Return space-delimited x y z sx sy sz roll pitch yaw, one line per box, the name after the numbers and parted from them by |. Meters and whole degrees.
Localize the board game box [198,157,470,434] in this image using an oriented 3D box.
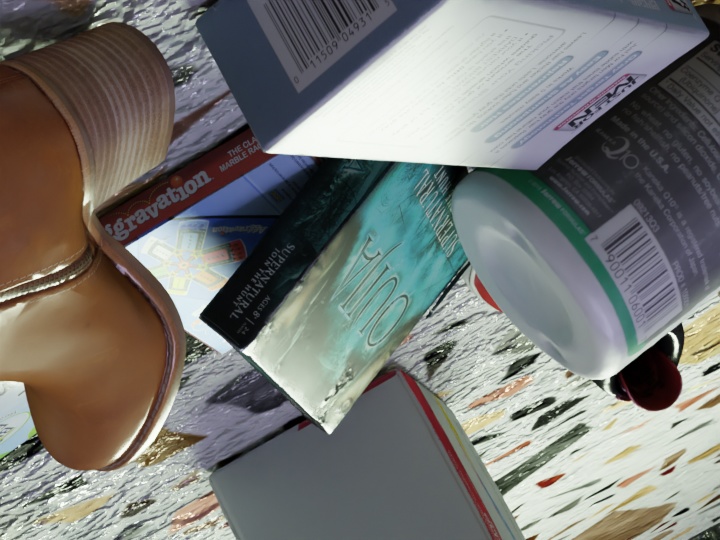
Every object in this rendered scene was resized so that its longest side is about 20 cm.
0.000 0.000 0.960 0.135 0.028 0.200 -52 163 -5 | board game box

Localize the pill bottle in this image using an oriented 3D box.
0.150 -0.050 0.958 0.200 0.113 0.113 -37 165 -15 | pill bottle

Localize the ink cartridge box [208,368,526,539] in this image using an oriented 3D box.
0.017 0.173 1.371 0.145 0.145 0.200 -31 164 6 | ink cartridge box

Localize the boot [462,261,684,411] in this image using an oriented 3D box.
0.115 0.023 1.098 0.072 0.144 0.200 -28 165 -7 | boot

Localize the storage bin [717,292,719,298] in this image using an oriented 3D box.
0.310 -0.070 1.226 0.200 0.094 0.199 -21 162 -23 | storage bin

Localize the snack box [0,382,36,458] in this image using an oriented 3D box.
-0.197 0.045 0.817 0.142 0.053 0.200 -34 162 17 | snack box

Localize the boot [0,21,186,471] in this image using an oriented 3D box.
-0.137 0.020 0.711 0.155 0.074 0.200 -35 142 -39 | boot

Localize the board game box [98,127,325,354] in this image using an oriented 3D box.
-0.051 -0.012 0.944 0.103 0.019 0.200 -32 163 3 | board game box

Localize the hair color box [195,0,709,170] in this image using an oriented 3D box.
0.041 -0.092 0.790 0.099 0.061 0.200 -38 160 28 | hair color box
